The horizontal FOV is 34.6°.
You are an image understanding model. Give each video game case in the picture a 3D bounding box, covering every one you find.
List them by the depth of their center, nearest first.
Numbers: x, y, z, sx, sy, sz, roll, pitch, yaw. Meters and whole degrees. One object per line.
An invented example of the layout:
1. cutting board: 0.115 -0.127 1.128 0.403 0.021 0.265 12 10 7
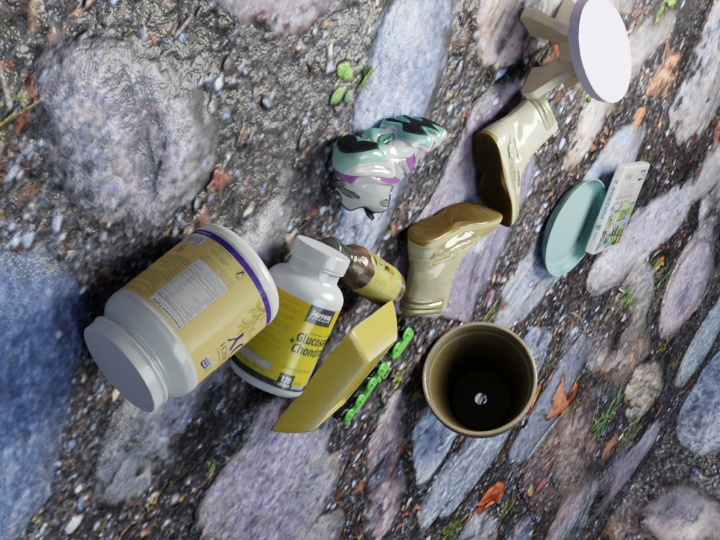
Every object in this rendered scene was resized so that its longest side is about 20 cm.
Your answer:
1. video game case: 0.515 -0.128 2.311 0.200 0.022 0.184 -14 126 -63

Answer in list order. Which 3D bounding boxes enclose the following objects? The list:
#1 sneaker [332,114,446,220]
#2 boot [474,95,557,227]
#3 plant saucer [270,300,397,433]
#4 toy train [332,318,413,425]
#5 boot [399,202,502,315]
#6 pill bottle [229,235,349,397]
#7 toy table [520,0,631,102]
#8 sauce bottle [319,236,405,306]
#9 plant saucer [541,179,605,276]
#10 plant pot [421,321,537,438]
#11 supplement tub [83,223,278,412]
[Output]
1. sneaker: 0.034 -0.135 1.630 0.199 0.078 0.141 -19 131 -34
2. boot: 0.261 -0.184 1.901 0.155 0.072 0.201 -43 139 -27
3. plant saucer: -0.024 0.150 1.678 0.200 0.048 0.200 -52 173 21
4. toy train: 0.020 0.165 1.869 0.201 0.042 0.056 -54 158 -11
5. boot: 0.144 -0.018 1.865 0.199 0.073 0.157 -24 132 -41
6. pill bottle: -0.091 0.061 1.563 0.112 0.112 0.202 12 105 -56
7. toy table: 0.335 -0.347 1.807 0.185 0.116 0.201 -56 136 -25
8. sauce bottle: 0.000 0.000 1.686 0.065 0.064 0.200 -60 149 -1
9. plant saucer: 0.405 -0.086 2.219 0.200 0.027 0.202 -34 139 -36
10. plant pot: 0.212 0.212 2.058 0.201 0.199 0.174 -52 163 -12
11. supplement tub: -0.210 0.056 1.364 0.200 0.145 0.146 -41 143 -27
